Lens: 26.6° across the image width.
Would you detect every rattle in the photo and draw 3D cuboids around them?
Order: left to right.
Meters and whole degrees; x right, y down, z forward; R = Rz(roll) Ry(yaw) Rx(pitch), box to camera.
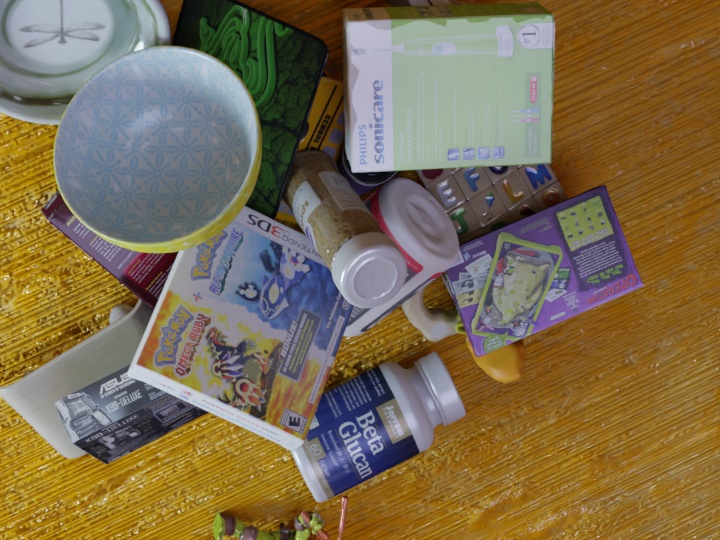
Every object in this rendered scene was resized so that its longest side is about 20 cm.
[{"bbox_3d":[0.104,0.012,1.666,0.129,0.144,0.201,-9,128,3],"label":"rattle"}]

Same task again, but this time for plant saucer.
[{"bbox_3d":[-0.279,-0.224,1.425,0.198,0.051,0.201,-11,143,-9],"label":"plant saucer"}]

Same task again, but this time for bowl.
[{"bbox_3d":[-0.179,-0.098,1.438,0.199,0.201,0.108,-28,158,-1],"label":"bowl"}]

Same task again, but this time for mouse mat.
[{"bbox_3d":[-0.127,-0.162,1.502,0.160,0.008,0.202,25,113,12],"label":"mouse mat"}]

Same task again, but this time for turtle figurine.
[{"bbox_3d":[-0.099,0.329,1.822,0.159,0.065,0.201,11,124,-16],"label":"turtle figurine"}]

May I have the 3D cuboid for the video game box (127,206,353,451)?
[{"bbox_3d":[-0.106,0.047,1.484,0.181,0.202,0.047,24,155,-9],"label":"video game box"}]

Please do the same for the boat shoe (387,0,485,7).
[{"bbox_3d":[0.111,-0.242,1.544,0.086,0.075,0.202,-44,101,-9],"label":"boat shoe"}]

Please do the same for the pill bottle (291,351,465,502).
[{"bbox_3d":[0.016,0.173,1.743,0.198,0.111,0.112,-27,124,-3],"label":"pill bottle"}]

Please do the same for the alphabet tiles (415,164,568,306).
[{"bbox_3d":[0.146,-0.056,1.653,0.165,0.006,0.201,-31,95,-5],"label":"alphabet tiles"}]

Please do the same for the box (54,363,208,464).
[{"bbox_3d":[-0.201,0.126,1.570,0.198,0.050,0.158,-26,165,-3],"label":"box"}]

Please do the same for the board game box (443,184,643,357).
[{"bbox_3d":[0.194,0.000,1.644,0.198,0.032,0.121,-22,90,-6],"label":"board game box"}]

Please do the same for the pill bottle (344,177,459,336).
[{"bbox_3d":[0.000,0.000,1.616,0.110,0.111,0.199,33,124,-31],"label":"pill bottle"}]

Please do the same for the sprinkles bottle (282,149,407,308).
[{"bbox_3d":[-0.020,-0.043,1.471,0.067,0.200,0.069,-11,125,-17],"label":"sprinkles bottle"}]

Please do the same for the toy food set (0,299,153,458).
[{"bbox_3d":[-0.282,0.108,1.642,0.199,0.061,0.144,-31,136,2],"label":"toy food set"}]

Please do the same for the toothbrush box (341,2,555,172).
[{"bbox_3d":[0.083,-0.179,1.475,0.197,0.086,0.147,-4,108,-5],"label":"toothbrush box"}]

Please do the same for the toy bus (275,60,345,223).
[{"bbox_3d":[-0.071,-0.119,1.570,0.078,0.065,0.201,14,114,-28],"label":"toy bus"}]

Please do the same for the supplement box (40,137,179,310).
[{"bbox_3d":[-0.212,-0.032,1.540,0.200,0.061,0.109,43,84,-23],"label":"supplement box"}]

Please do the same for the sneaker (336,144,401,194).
[{"bbox_3d":[0.050,-0.147,1.602,0.199,0.088,0.076,-32,87,-22],"label":"sneaker"}]
